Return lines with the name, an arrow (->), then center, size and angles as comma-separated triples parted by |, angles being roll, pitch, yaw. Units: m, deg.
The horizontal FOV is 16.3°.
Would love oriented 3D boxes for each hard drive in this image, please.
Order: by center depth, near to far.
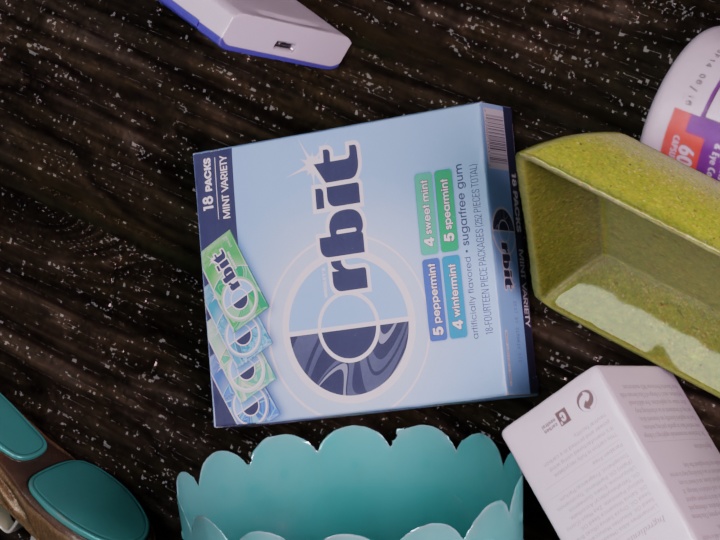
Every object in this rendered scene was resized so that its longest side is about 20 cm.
hard drive -> -0.114, -0.187, 1.505 | 0.200, 0.132, 0.025 | 38, 106, 26

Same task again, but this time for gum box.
gum box -> 0.000, 0.000, 1.482 | 0.200, 0.045, 0.170 | -8, 84, 30

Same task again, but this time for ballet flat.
ballet flat -> -0.208, 0.143, 1.590 | 0.200, 0.068, 0.072 | 34, 124, 27

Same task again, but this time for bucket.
bucket -> -0.001, 0.175, 1.381 | 0.207, 0.207, 0.135 | 4, 105, 30

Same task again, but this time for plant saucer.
plant saucer -> 0.182, 0.005, 1.296 | 0.200, 0.200, 0.048 | 29, 74, 17

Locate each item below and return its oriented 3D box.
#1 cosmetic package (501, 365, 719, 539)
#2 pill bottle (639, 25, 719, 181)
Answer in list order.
cosmetic package -> 0.169, 0.152, 1.346 | 0.071, 0.101, 0.200 | -37, 70, 24
pill bottle -> 0.254, -0.046, 1.299 | 0.200, 0.111, 0.111 | 24, 99, 29
